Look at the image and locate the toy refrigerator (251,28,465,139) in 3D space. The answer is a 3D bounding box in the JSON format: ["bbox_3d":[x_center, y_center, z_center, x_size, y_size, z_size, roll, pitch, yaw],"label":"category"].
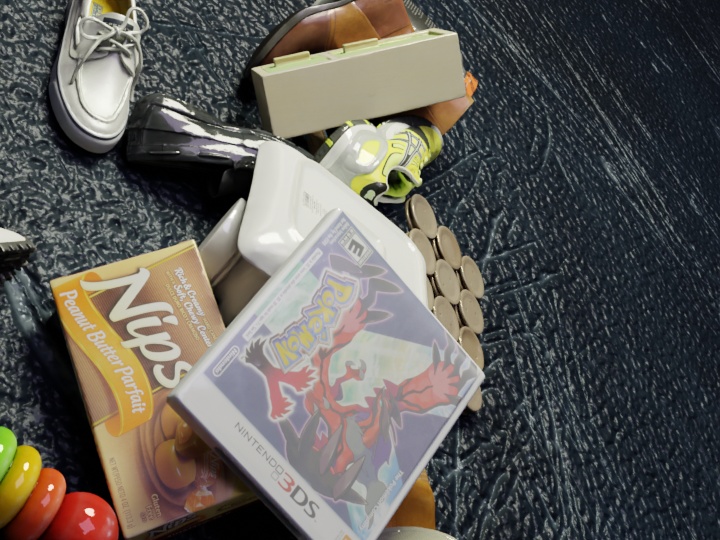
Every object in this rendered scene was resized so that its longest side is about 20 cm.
[{"bbox_3d":[-0.003,-0.189,1.032,0.197,0.076,0.071,-15,109,-10],"label":"toy refrigerator"}]

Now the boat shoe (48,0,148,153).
[{"bbox_3d":[-0.225,-0.205,0.939,0.074,0.086,0.205,21,47,-30],"label":"boat shoe"}]

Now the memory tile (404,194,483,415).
[{"bbox_3d":[0.083,0.033,1.067,0.153,0.017,0.202,47,34,-34],"label":"memory tile"}]

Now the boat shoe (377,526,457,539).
[{"bbox_3d":[-0.003,0.248,0.783,0.197,0.069,0.072,-13,36,-31],"label":"boat shoe"}]

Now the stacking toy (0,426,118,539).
[{"bbox_3d":[-0.241,0.132,0.673,0.199,0.085,0.086,38,40,-20],"label":"stacking toy"}]

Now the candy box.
[{"bbox_3d":[-0.147,0.089,0.775,0.114,0.055,0.203,-16,68,-17],"label":"candy box"}]

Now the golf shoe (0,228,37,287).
[{"bbox_3d":[-0.322,-0.024,0.717,0.198,0.078,0.096,-7,64,-47],"label":"golf shoe"}]

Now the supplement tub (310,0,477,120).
[{"bbox_3d":[0.031,-0.245,1.185,0.199,0.122,0.123,41,40,-10],"label":"supplement tub"}]

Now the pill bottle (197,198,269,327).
[{"bbox_3d":[-0.054,0.036,0.895,0.199,0.112,0.113,40,40,-10],"label":"pill bottle"}]

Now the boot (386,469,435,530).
[{"bbox_3d":[-0.021,0.201,0.834,0.198,0.071,0.147,2,70,-30],"label":"boot"}]

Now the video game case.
[{"bbox_3d":[-0.016,0.085,0.763,0.183,0.023,0.201,48,58,-13],"label":"video game case"}]

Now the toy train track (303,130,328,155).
[{"bbox_3d":[-0.051,-0.130,1.094,0.113,0.033,0.202,5,51,-32],"label":"toy train track"}]

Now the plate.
[{"bbox_3d":[-0.008,-0.017,0.875,0.199,0.032,0.201,37,25,-19],"label":"plate"}]

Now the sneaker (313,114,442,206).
[{"bbox_3d":[0.029,-0.100,1.019,0.077,0.075,0.199,51,32,11],"label":"sneaker"}]

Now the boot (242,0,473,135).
[{"bbox_3d":[-0.002,-0.196,1.104,0.188,0.068,0.201,-40,106,-12],"label":"boot"}]

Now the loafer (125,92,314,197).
[{"bbox_3d":[-0.122,-0.100,0.970,0.198,0.068,0.072,18,79,-24],"label":"loafer"}]
